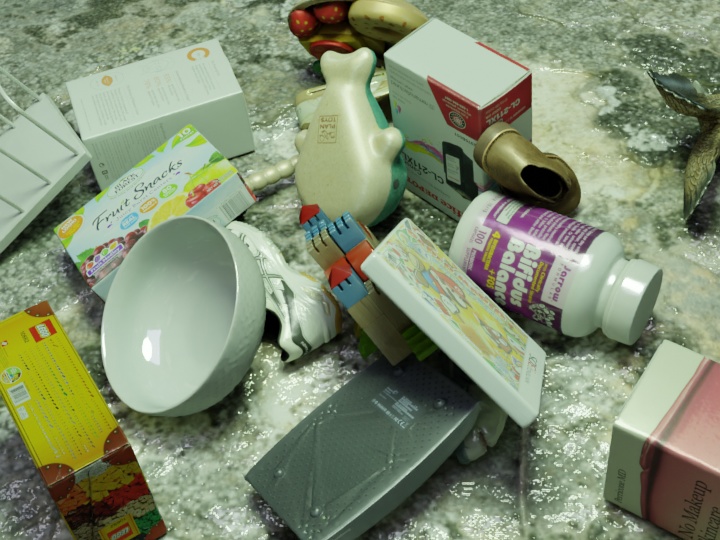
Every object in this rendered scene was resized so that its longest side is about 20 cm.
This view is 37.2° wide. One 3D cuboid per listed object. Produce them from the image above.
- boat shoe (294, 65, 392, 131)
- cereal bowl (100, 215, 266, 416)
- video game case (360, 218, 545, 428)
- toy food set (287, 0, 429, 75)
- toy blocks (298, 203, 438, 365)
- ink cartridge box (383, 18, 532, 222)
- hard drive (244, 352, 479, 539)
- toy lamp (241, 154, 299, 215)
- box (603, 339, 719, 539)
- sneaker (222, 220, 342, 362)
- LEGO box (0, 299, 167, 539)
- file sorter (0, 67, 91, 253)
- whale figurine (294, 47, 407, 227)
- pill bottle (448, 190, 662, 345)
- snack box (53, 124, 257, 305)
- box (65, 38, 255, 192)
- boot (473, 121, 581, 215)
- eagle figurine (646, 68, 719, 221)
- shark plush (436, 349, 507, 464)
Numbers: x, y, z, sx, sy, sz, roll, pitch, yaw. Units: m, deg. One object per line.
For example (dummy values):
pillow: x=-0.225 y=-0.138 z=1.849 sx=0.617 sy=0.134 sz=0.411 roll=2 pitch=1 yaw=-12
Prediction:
boat shoe: x=0.012 y=-0.225 z=1.339 sx=0.199 sy=0.074 sz=0.067 roll=-19 pitch=69 yaw=-10
cereal bowl: x=-0.167 y=0.051 z=1.077 sx=0.199 sy=0.083 sz=0.201 roll=-13 pitch=68 yaw=35
video game case: x=0.094 y=0.041 z=0.997 sx=0.200 sy=0.023 sz=0.182 roll=44 pitch=17 yaw=0
toy food set: x=0.006 y=-0.291 z=1.341 sx=0.199 sy=0.198 sz=0.049 roll=4 pitch=77 yaw=21
toy blocks: x=0.000 y=0.000 z=1.048 sx=0.100 sy=0.137 sz=0.200 roll=-37 pitch=22 yaw=6
ink cartridge box: x=0.112 y=-0.153 z=1.185 sx=0.083 sy=0.200 sz=0.146 roll=-38 pitch=54 yaw=-22
hard drive: x=0.005 y=0.165 z=0.986 sx=0.200 sy=0.042 sz=0.135 roll=-39 pitch=41 yaw=-15
toy lamp: x=-0.101 y=-0.114 z=1.272 sx=0.199 sy=0.058 sz=0.058 roll=-25 pitch=50 yaw=-16
box: x=0.323 y=0.170 z=0.914 sx=0.199 sy=0.128 sz=0.109 roll=24 pitch=55 yaw=27
sneaker: x=-0.113 y=0.020 z=1.138 sx=0.088 sy=0.076 sz=0.200 roll=-38 pitch=54 yaw=-25
LEGO box: x=-0.268 y=0.151 z=0.988 sx=0.077 sy=0.149 sz=0.200 roll=-28 pitch=51 yaw=-18
file sorter: x=-0.440 y=-0.123 z=1.223 sx=0.200 sy=0.124 sz=0.139 roll=-45 pitch=52 yaw=4
whale figurine: x=-0.003 y=-0.147 z=1.212 sx=0.159 sy=0.201 sz=0.104 roll=3 pitch=4 yaw=42
pill bottle: x=0.199 y=0.001 z=1.093 sx=0.199 sy=0.113 sz=0.112 roll=23 pitch=54 yaw=26
snack box: x=-0.231 y=-0.062 z=1.195 sx=0.200 sy=0.053 sz=0.142 roll=-39 pitch=41 yaw=-7
box: x=-0.247 y=-0.191 z=1.331 sx=0.199 sy=0.098 sz=0.125 roll=-19 pitch=48 yaw=-9
boot: x=0.195 y=-0.088 z=1.139 sx=0.075 sy=0.200 sz=0.074 roll=43 pitch=102 yaw=35
eagle figurine: x=0.393 y=-0.164 z=1.193 sx=0.199 sy=0.151 sz=0.152 roll=-25 pitch=60 yaw=-25
shark plush: x=0.085 y=0.092 z=1.058 sx=0.083 sy=0.091 sz=0.200 roll=-42 pitch=56 yaw=11
